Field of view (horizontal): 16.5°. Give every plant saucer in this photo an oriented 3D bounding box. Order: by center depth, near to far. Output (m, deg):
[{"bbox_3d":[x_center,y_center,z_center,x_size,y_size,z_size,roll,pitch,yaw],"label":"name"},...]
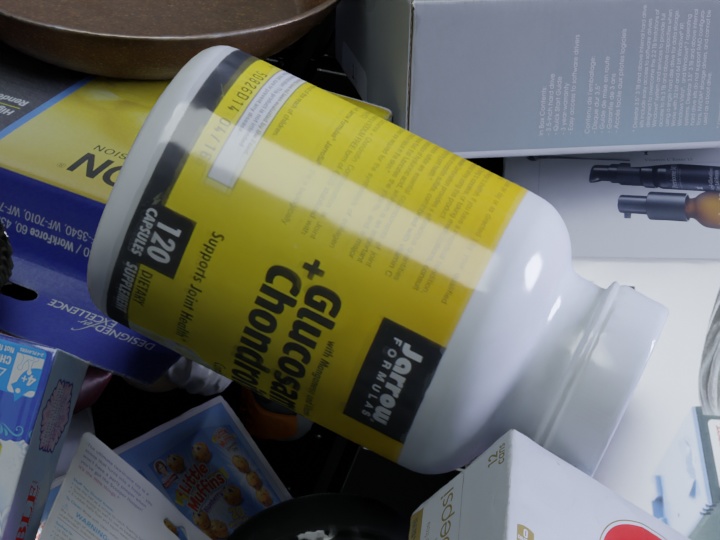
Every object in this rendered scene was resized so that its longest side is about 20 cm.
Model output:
[{"bbox_3d":[-0.100,-0.134,1.145,0.199,0.037,0.201,3,29,-2],"label":"plant saucer"}]

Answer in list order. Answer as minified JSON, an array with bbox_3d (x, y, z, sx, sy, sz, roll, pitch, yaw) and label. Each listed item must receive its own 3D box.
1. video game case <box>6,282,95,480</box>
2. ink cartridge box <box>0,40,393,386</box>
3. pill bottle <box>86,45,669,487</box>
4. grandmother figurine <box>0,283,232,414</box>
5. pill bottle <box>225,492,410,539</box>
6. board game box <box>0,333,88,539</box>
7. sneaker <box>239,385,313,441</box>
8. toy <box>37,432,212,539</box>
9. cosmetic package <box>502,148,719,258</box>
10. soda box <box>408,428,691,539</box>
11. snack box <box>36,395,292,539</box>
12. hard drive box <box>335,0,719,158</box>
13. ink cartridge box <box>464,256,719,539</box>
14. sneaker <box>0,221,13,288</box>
[{"bbox_3d":[-0.218,0.037,1.061,0.198,0.024,0.183,-5,61,-13],"label":"video game case"},{"bbox_3d":[-0.117,-0.042,1.061,0.197,0.047,0.200,19,31,21],"label":"ink cartridge box"},{"bbox_3d":[0.008,0.006,0.921,0.199,0.112,0.112,26,46,6],"label":"pill bottle"},{"bbox_3d":[-0.148,0.028,1.034,0.198,0.061,0.122,1,51,-13],"label":"grandmother figurine"},{"bbox_3d":[-0.001,0.181,0.890,0.111,0.112,0.201,-5,42,-7],"label":"pill bottle"},{"bbox_3d":[-0.225,0.103,0.939,0.199,0.041,0.201,13,82,14],"label":"board game box"},{"bbox_3d":[0.000,0.000,1.121,0.091,0.076,0.201,10,44,4],"label":"sneaker"},{"bbox_3d":[-0.102,0.172,0.927,0.115,0.047,0.201,43,37,-21],"label":"toy"},{"bbox_3d":[0.137,-0.005,1.144,0.150,0.052,0.201,2,42,4],"label":"cosmetic package"},{"bbox_3d":[0.109,0.142,0.894,0.199,0.064,0.068,33,36,-21],"label":"soda box"},{"bbox_3d":[-0.120,0.123,0.999,0.199,0.024,0.072,-26,69,-27],"label":"snack box"},{"bbox_3d":[0.100,-0.116,1.164,0.198,0.077,0.156,-2,23,-11],"label":"hard drive box"},{"bbox_3d":[0.142,0.076,0.996,0.198,0.086,0.147,1,65,0],"label":"ink cartridge box"},{"bbox_3d":[-0.213,-0.032,0.995,0.095,0.079,0.200,-42,51,-3],"label":"sneaker"}]
